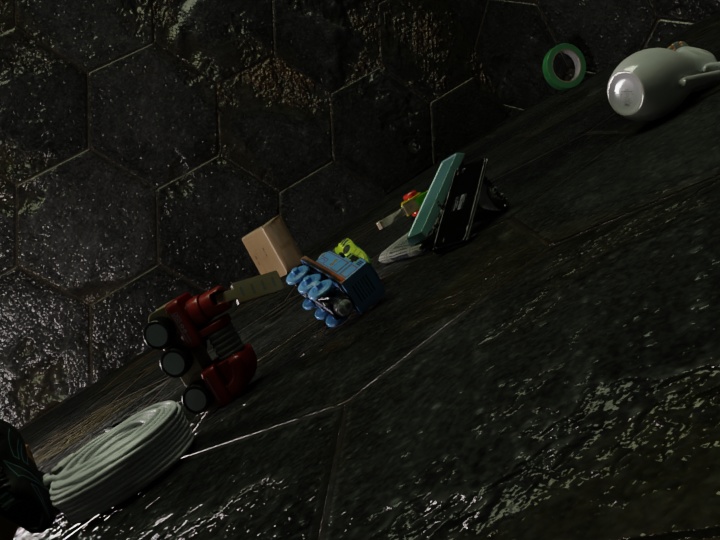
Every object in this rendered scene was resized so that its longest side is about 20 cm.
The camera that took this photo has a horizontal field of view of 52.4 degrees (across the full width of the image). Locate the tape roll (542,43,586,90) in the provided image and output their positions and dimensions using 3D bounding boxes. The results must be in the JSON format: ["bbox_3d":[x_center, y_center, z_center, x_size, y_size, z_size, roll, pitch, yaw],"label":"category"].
[{"bbox_3d":[0.931,-0.930,3.343,0.199,0.202,0.048,-32,7,-10],"label":"tape roll"}]

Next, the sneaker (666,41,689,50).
[{"bbox_3d":[0.679,-0.452,1.697,0.198,0.079,0.077,-29,-7,-12],"label":"sneaker"}]

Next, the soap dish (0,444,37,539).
[{"bbox_3d":[-0.583,0.368,1.093,0.198,0.082,0.158,-29,29,15],"label":"soap dish"}]

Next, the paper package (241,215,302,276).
[{"bbox_3d":[-0.327,-0.077,2.734,0.103,0.202,0.190,-35,9,-36],"label":"paper package"}]

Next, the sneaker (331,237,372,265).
[{"bbox_3d":[0.000,0.000,1.365,0.074,0.083,0.200,-48,23,11],"label":"sneaker"}]

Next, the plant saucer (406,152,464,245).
[{"bbox_3d":[0.144,-0.142,1.419,0.070,0.019,0.202,-22,39,62],"label":"plant saucer"}]

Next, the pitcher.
[{"bbox_3d":[0.551,-0.336,1.287,0.198,0.123,0.171,-22,18,-25],"label":"pitcher"}]

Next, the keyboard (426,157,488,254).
[{"bbox_3d":[0.180,-0.109,1.320,0.103,0.040,0.202,-15,44,43],"label":"keyboard"}]

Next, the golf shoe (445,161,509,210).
[{"bbox_3d":[0.212,-0.138,1.399,0.095,0.078,0.200,-46,25,4],"label":"golf shoe"}]

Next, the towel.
[{"bbox_3d":[0.147,-0.084,1.494,0.199,0.035,0.192,-34,8,-22],"label":"towel"}]

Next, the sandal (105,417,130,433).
[{"bbox_3d":[-0.399,0.274,1.271,0.199,0.043,0.076,-25,9,38],"label":"sandal"}]

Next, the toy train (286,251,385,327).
[{"bbox_3d":[-0.046,0.022,1.239,0.114,0.087,0.199,-38,26,-13],"label":"toy train"}]

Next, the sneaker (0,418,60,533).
[{"bbox_3d":[-0.489,0.279,1.011,0.075,0.201,0.079,-38,16,1],"label":"sneaker"}]

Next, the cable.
[{"bbox_3d":[-0.318,0.254,0.981,0.199,0.070,0.199,-34,8,-25],"label":"cable"}]

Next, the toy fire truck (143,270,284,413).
[{"bbox_3d":[-0.205,0.097,1.148,0.198,0.178,0.129,-28,7,12],"label":"toy fire truck"}]

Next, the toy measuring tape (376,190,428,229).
[{"bbox_3d":[0.121,-0.169,2.053,0.199,0.074,0.073,-33,8,-17],"label":"toy measuring tape"}]
